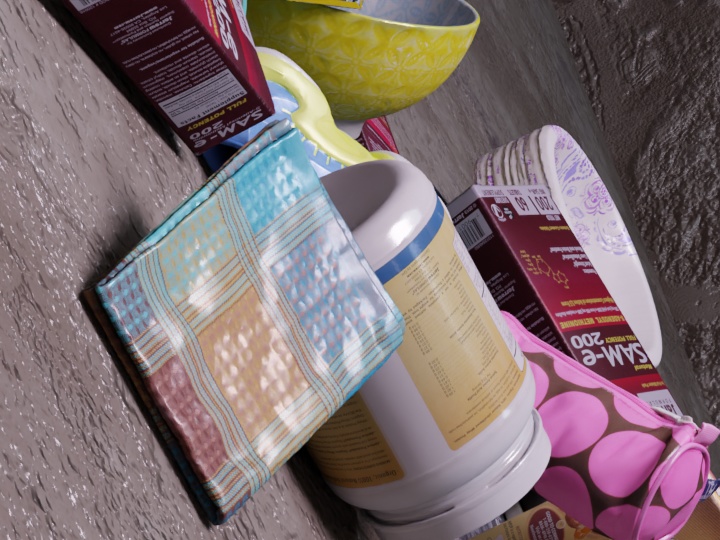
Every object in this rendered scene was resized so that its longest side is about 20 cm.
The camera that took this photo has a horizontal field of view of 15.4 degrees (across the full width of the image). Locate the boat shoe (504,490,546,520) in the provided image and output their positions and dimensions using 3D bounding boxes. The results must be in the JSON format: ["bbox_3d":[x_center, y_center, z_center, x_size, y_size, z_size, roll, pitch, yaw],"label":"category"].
[{"bbox_3d":[0.119,0.116,1.886,0.072,0.060,0.202,45,21,-55],"label":"boat shoe"}]

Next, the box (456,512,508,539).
[{"bbox_3d":[0.092,0.179,1.907,0.158,0.050,0.200,55,14,-39],"label":"box"}]

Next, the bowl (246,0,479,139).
[{"bbox_3d":[-0.025,-0.155,1.886,0.200,0.199,0.108,-76,-179,-73],"label":"bowl"}]

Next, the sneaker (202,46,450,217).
[{"bbox_3d":[-0.030,-0.047,1.719,0.200,0.076,0.105,41,51,-11],"label":"sneaker"}]

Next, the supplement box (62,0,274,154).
[{"bbox_3d":[-0.127,-0.170,1.585,0.200,0.061,0.109,51,17,-54],"label":"supplement box"}]

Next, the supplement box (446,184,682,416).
[{"bbox_3d":[0.131,0.039,1.827,0.109,0.061,0.201,-5,61,-59],"label":"supplement box"}]

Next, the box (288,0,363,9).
[{"bbox_3d":[-0.054,-0.243,1.835,0.200,0.064,0.070,-134,-128,-59],"label":"box"}]

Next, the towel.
[{"bbox_3d":[-0.055,0.023,1.412,0.147,0.022,0.200,61,39,-13],"label":"towel"}]

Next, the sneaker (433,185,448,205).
[{"bbox_3d":[0.079,0.031,2.096,0.146,0.077,0.203,31,36,-67],"label":"sneaker"}]

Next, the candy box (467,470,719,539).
[{"bbox_3d":[0.155,0.199,1.765,0.116,0.199,0.055,53,15,-43],"label":"candy box"}]

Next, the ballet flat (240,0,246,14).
[{"bbox_3d":[-0.119,-0.215,1.770,0.073,0.073,0.201,55,19,-39],"label":"ballet flat"}]

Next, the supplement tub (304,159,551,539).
[{"bbox_3d":[0.017,0.051,1.595,0.201,0.144,0.145,61,12,-21],"label":"supplement tub"}]

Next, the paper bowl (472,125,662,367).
[{"bbox_3d":[0.142,0.000,2.012,0.201,0.104,0.201,56,18,-29],"label":"paper bowl"}]

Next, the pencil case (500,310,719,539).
[{"bbox_3d":[0.130,0.097,1.697,0.200,0.094,0.091,31,11,30],"label":"pencil case"}]

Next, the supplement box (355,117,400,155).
[{"bbox_3d":[-0.012,-0.093,1.993,0.109,0.061,0.201,46,21,-60],"label":"supplement box"}]
